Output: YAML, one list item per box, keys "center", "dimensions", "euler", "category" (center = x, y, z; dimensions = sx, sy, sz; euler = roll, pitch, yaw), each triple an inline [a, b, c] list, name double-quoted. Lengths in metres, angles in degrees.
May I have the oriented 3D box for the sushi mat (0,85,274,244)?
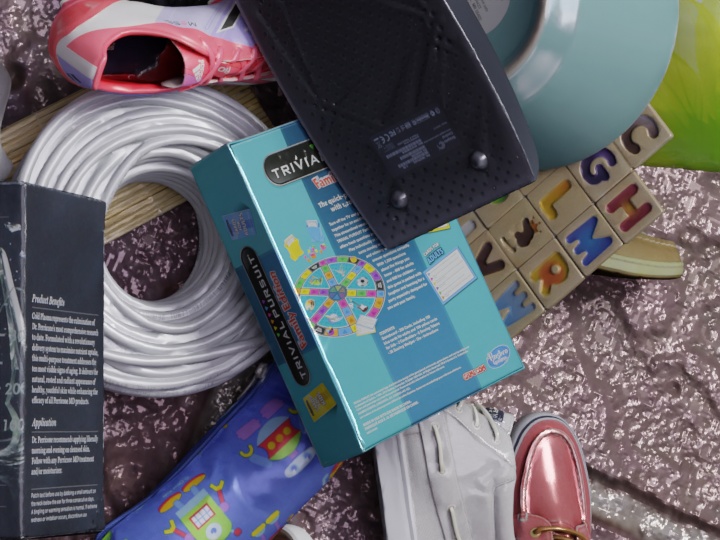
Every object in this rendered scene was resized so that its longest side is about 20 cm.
- center: [-0.152, -0.077, 1.410]
  dimensions: [0.199, 0.012, 0.096]
  euler: [-29, 98, -19]
  category: "sushi mat"

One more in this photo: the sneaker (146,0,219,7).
- center: [-0.072, -0.188, 1.416]
  dimensions: [0.199, 0.083, 0.072]
  euler: [20, 110, -40]
  category: "sneaker"

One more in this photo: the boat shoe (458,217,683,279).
- center: [0.131, -0.038, 1.481]
  dimensions: [0.199, 0.073, 0.064]
  euler: [14, 87, -11]
  category: "boat shoe"

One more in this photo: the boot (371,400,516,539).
- center: [0.053, 0.096, 1.435]
  dimensions: [0.095, 0.074, 0.202]
  euler: [-8, 98, -3]
  category: "boot"

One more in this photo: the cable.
- center: [-0.128, -0.021, 1.375]
  dimensions: [0.199, 0.069, 0.202]
  euler: [-26, 98, -19]
  category: "cable"

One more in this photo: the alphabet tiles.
- center: [0.098, -0.061, 1.410]
  dimensions: [0.200, 0.006, 0.167]
  euler: [-41, 72, 18]
  category: "alphabet tiles"

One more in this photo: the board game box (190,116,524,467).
- center: [0.000, 0.000, 1.355]
  dimensions: [0.150, 0.047, 0.202]
  euler: [-23, 88, -41]
  category: "board game box"

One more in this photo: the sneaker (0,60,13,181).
- center: [-0.262, -0.138, 1.354]
  dimensions: [0.080, 0.070, 0.202]
  euler: [6, 75, -48]
  category: "sneaker"

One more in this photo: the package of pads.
- center: [0.171, -0.150, 1.421]
  dimensions: [0.068, 0.199, 0.156]
  euler: [-19, 111, -51]
  category: "package of pads"

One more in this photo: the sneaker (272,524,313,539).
- center: [-0.019, 0.262, 1.421]
  dimensions: [0.084, 0.072, 0.202]
  euler: [-5, 78, -55]
  category: "sneaker"

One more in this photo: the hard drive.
- center: [0.016, -0.123, 1.298]
  dimensions: [0.201, 0.134, 0.042]
  euler: [59, 38, -8]
  category: "hard drive"

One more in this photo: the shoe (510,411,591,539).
- center: [0.135, 0.196, 1.455]
  dimensions: [0.071, 0.091, 0.202]
  euler: [3, 86, -19]
  category: "shoe"

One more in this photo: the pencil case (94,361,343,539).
- center: [-0.085, 0.141, 1.382]
  dimensions: [0.200, 0.078, 0.087]
  euler: [-45, 98, -14]
  category: "pencil case"

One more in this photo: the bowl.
- center: [0.086, -0.163, 1.351]
  dimensions: [0.105, 0.199, 0.203]
  euler: [-3, 87, -60]
  category: "bowl"

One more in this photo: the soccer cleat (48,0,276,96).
- center: [-0.093, -0.134, 1.330]
  dimensions: [0.198, 0.077, 0.067]
  euler: [-3, 123, -30]
  category: "soccer cleat"

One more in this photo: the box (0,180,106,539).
- center: [-0.257, 0.054, 1.262]
  dimensions: [0.198, 0.124, 0.199]
  euler: [-2, 84, 16]
  category: "box"
